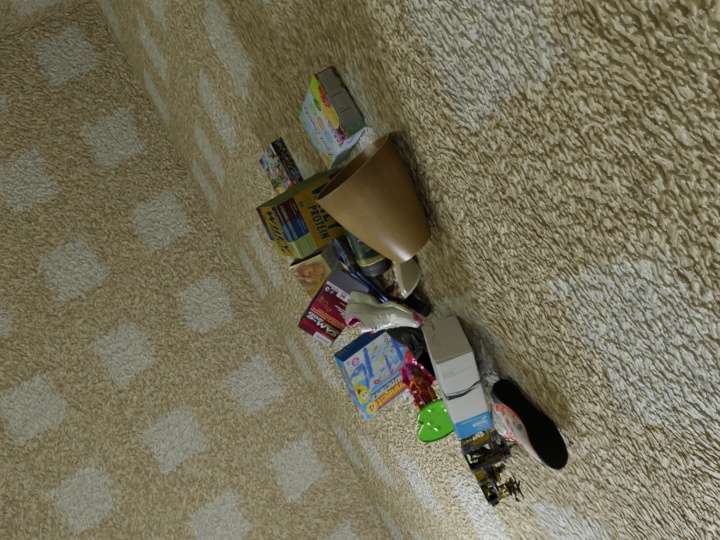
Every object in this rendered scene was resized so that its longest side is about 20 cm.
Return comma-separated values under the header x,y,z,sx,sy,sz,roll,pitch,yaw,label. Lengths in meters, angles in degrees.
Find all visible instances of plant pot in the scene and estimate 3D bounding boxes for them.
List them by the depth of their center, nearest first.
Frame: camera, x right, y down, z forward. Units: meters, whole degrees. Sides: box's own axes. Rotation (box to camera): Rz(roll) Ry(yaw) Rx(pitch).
x,y,z,sx,sy,sz,roll,pitch,yaw,label
0.045,-0.121,1.200,0.201,0.187,0.186,48,164,-14,plant pot

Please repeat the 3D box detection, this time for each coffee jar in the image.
x,y,z,sx,sy,sz,roll,pitch,yaw,label
0.008,-0.091,1.420,0.105,0.083,0.204,-110,-2,-69,coffee jar

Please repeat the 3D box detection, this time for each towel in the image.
x,y,z,sx,sy,sz,roll,pitch,yaw,label
0.000,0.000,1.542,0.146,0.024,0.201,42,-172,-32,towel

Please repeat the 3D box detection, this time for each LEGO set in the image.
x,y,z,sx,sy,sz,roll,pitch,yaw,label
0.309,0.423,1.423,0.204,0.114,0.154,64,-169,-1,LEGO set

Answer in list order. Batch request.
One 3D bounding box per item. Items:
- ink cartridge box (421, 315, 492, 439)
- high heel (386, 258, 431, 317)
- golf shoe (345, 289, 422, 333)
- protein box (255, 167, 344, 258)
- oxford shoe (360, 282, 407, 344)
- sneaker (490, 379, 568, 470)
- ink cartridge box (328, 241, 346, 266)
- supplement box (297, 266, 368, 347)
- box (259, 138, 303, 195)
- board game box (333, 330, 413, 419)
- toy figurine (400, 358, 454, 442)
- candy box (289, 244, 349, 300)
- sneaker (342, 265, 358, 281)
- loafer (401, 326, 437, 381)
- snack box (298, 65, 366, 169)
x,y,z,sx,sy,sz,roll,pitch,yaw,label
0.202,0.222,1.314,0.145,0.082,0.204,-106,-3,-64,ink cartridge box
0.078,0.014,1.421,0.141,0.071,0.203,27,152,48,high heel
0.049,0.112,1.444,0.196,0.093,0.075,14,161,32,golf shoe
-0.127,-0.141,1.540,0.138,0.196,0.199,63,161,-15,protein box
0.076,0.107,1.613,0.201,0.071,0.071,52,-171,20,oxford shoe
0.328,0.319,1.229,0.202,0.066,0.109,52,161,35,sneaker
-0.057,-0.045,1.696,0.094,0.037,0.200,39,-179,-41,ink cartridge box
-0.072,0.096,1.594,0.107,0.061,0.201,31,132,-5,supplement box
-0.238,-0.297,1.854,0.139,0.037,0.199,62,162,-4,box
0.049,0.257,1.664,0.056,0.198,0.200,24,142,56,board game box
0.153,0.293,1.532,0.200,0.149,0.186,42,-168,-51,toy figurine
-0.084,0.037,1.631,0.113,0.056,0.202,-19,116,33,candy box
-0.071,0.031,1.698,0.198,0.090,0.079,37,-162,-10,sneaker
0.160,0.205,1.481,0.199,0.062,0.073,38,144,37,loafer
-0.065,-0.321,1.341,0.145,0.052,0.200,61,162,2,snack box
